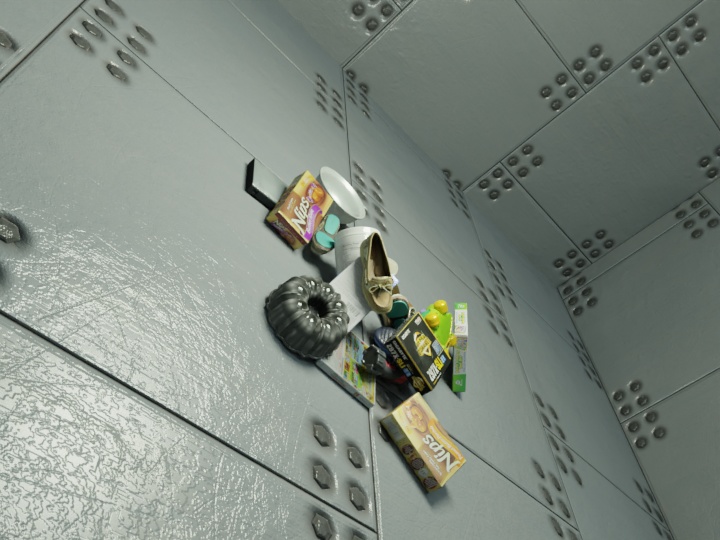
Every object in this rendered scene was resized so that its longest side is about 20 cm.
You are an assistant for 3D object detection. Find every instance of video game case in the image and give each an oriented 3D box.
[{"bbox_3d":[-0.031,0.209,1.597,0.182,0.023,0.200,43,23,-21],"label":"video game case"}]

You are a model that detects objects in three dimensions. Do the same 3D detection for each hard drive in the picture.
[{"bbox_3d":[-0.228,-0.206,1.828,0.200,0.033,0.140,38,26,-31],"label":"hard drive"}]

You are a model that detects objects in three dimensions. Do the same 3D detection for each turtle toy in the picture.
[{"bbox_3d":[0.204,0.160,1.875,0.200,0.101,0.146,-48,126,-55],"label":"turtle toy"}]

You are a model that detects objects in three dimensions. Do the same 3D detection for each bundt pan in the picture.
[{"bbox_3d":[-0.106,0.093,1.489,0.201,0.076,0.202,26,41,-25],"label":"bundt pan"}]

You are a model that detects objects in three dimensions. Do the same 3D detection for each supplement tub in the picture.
[{"bbox_3d":[0.000,0.000,1.757,0.132,0.132,0.201,21,57,-51],"label":"supplement tub"}]

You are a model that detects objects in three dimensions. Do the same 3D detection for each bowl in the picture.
[{"bbox_3d":[-0.083,-0.213,2.042,0.201,0.090,0.201,41,24,-23],"label":"bowl"}]

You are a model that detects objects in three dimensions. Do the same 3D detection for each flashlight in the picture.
[{"bbox_3d":[0.067,0.234,1.644,0.068,0.068,0.200,44,1,37],"label":"flashlight"}]

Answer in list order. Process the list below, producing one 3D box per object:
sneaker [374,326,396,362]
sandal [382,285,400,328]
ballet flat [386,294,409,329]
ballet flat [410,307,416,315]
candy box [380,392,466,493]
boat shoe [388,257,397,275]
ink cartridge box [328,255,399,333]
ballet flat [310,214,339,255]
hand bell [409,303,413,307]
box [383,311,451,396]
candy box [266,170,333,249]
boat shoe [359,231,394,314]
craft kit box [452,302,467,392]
[{"bbox_3d":[0.109,0.226,1.784,0.200,0.082,0.074,35,47,-15],"label":"sneaker"},{"bbox_3d":[0.076,0.104,1.933,0.080,0.054,0.201,24,49,-39],"label":"sandal"},{"bbox_3d":[0.100,0.106,1.807,0.200,0.068,0.068,80,3,-57],"label":"ballet flat"},{"bbox_3d":[0.166,0.190,1.951,0.069,0.069,0.201,26,34,-47],"label":"ballet flat"},{"bbox_3d":[0.149,0.402,1.567,0.115,0.055,0.200,-27,79,-46],"label":"candy box"},{"bbox_3d":[0.021,-0.044,2.029,0.200,0.072,0.059,32,-14,-15],"label":"boat shoe"},{"bbox_3d":[-0.010,0.052,1.641,0.119,0.042,0.200,45,66,4],"label":"ink cartridge box"},{"bbox_3d":[-0.103,-0.085,1.831,0.068,0.075,0.200,34,28,-11],"label":"ballet flat"},{"bbox_3d":[0.180,0.158,2.034,0.200,0.104,0.104,49,18,29],"label":"hand bell"},{"bbox_3d":[0.149,0.208,1.691,0.160,0.049,0.200,58,25,-1],"label":"box"},{"bbox_3d":[-0.159,-0.164,1.781,0.117,0.056,0.200,49,40,-20],"label":"candy box"},{"bbox_3d":[0.039,0.006,1.617,0.073,0.063,0.201,-7,71,-18],"label":"boat shoe"},{"bbox_3d":[0.303,0.232,2.030,0.198,0.048,0.201,-68,158,-62],"label":"craft kit box"}]
